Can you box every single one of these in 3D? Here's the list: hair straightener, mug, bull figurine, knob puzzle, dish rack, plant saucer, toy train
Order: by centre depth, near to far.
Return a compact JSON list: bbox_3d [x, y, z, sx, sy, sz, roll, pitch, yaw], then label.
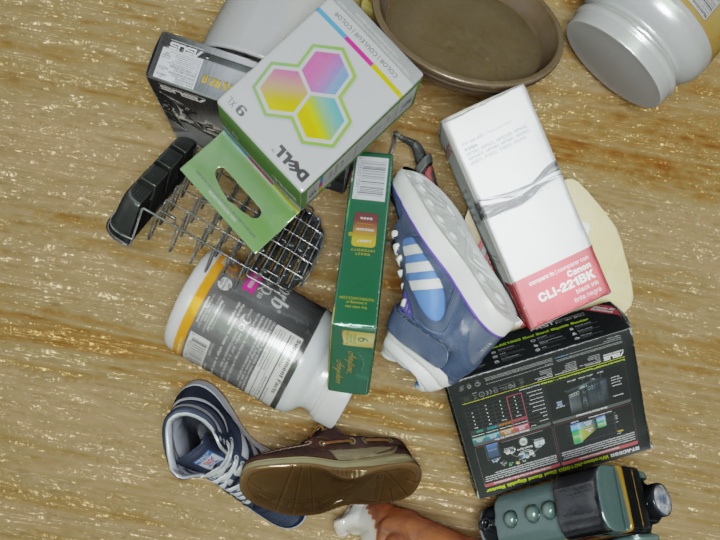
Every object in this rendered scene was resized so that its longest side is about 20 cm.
[{"bbox_3d":[0.104,-0.241,0.755,0.194,0.030,0.204,7,52,-9],"label":"plant saucer"},{"bbox_3d":[-0.134,-0.049,0.769,0.197,0.155,0.055,29,127,-6],"label":"dish rack"},{"bbox_3d":[0.210,0.246,0.773,0.112,0.199,0.087,16,58,-33],"label":"toy train"},{"bbox_3d":[-0.056,-0.253,0.776,0.147,0.185,0.157,18,85,33],"label":"mug"},{"bbox_3d":[0.059,0.301,0.798,0.195,0.122,0.067,15,117,9],"label":"bull figurine"},{"bbox_3d":[0.058,-0.046,0.807,0.075,0.041,0.205,-18,88,19],"label":"hair straightener"},{"bbox_3d":[0.196,0.000,0.823,0.213,0.030,0.227,0,94,5],"label":"knob puzzle"}]

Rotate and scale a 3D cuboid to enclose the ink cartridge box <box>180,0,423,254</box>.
[{"bbox_3d":[-0.051,-0.125,0.641,0.104,0.059,0.200,45,80,5],"label":"ink cartridge box"}]

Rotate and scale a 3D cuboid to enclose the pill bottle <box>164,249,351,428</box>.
[{"bbox_3d":[-0.094,0.073,0.795,0.197,0.116,0.118,29,95,-2],"label":"pill bottle"}]

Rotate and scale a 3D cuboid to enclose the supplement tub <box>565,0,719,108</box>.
[{"bbox_3d":[0.311,-0.278,0.745,0.144,0.144,0.201,41,95,-2],"label":"supplement tub"}]

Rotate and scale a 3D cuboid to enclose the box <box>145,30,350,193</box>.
[{"bbox_3d":[-0.098,-0.149,0.753,0.195,0.159,0.050,19,78,-1],"label":"box"}]

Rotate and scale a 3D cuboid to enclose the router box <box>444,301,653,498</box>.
[{"bbox_3d":[0.192,0.137,0.798,0.195,0.062,0.153,-17,113,4],"label":"router box"}]

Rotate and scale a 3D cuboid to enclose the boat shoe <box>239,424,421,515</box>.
[{"bbox_3d":[-0.034,0.204,0.808,0.194,0.072,0.074,0,121,-19],"label":"boat shoe"}]

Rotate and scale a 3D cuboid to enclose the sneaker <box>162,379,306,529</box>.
[{"bbox_3d":[-0.134,0.211,0.810,0.070,0.109,0.201,-41,93,5],"label":"sneaker"}]

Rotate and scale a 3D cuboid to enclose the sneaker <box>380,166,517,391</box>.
[{"bbox_3d":[0.051,0.018,0.754,0.146,0.080,0.203,-43,65,27],"label":"sneaker"}]

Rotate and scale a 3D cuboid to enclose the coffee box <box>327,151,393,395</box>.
[{"bbox_3d":[0.000,0.000,0.735,0.043,0.124,0.204,6,56,0],"label":"coffee box"}]

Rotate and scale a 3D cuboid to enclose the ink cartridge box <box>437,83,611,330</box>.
[{"bbox_3d":[0.150,-0.061,0.735,0.082,0.144,0.204,-24,92,6],"label":"ink cartridge box"}]
